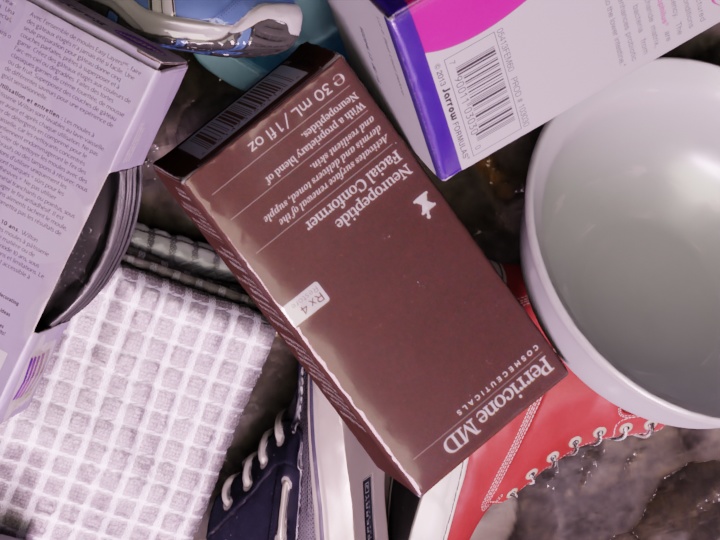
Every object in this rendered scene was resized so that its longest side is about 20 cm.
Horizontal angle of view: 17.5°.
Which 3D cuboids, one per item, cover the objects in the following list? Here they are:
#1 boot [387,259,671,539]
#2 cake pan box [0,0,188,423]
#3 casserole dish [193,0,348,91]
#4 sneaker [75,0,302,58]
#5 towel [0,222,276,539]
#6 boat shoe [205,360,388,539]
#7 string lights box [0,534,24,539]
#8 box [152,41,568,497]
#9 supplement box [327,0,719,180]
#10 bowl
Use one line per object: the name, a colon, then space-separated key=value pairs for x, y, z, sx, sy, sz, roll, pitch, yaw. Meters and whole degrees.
boot: x=0.097 y=0.101 z=1.252 sx=0.144 sy=0.072 sz=0.201 roll=12 pitch=106 yaw=-15
cake pan box: x=-0.196 y=-0.053 z=1.033 sx=0.200 sy=0.052 sz=0.185 roll=27 pitch=104 yaw=8
casserole dish: x=-0.014 y=-0.179 z=1.136 sx=0.121 sy=0.039 sz=0.200 roll=32 pitch=103 yaw=-19
sneaker: x=-0.119 y=-0.150 z=1.083 sx=0.199 sy=0.076 sz=0.077 roll=19 pitch=93 yaw=9
towel: x=-0.148 y=0.071 z=1.189 sx=0.165 sy=0.086 sz=0.200 roll=18 pitch=107 yaw=-17
boat shoe: x=-0.037 y=0.103 z=1.228 sx=0.092 sy=0.075 sz=0.201 roll=0 pitch=92 yaw=22
string lights box: x=-0.259 y=0.154 z=1.110 sx=0.199 sy=0.103 sz=0.059 roll=16 pitch=115 yaw=-8
box: x=0.000 y=0.000 z=1.131 sx=0.100 sy=0.075 sz=0.200 roll=-40 pitch=108 yaw=-7
supplement box: x=0.089 y=-0.149 z=1.099 sx=0.200 sy=0.103 sz=0.101 roll=-29 pitch=132 yaw=-9
bowl: x=0.158 y=0.000 z=1.185 sx=0.201 sy=0.202 sz=0.090 roll=16 pitch=151 yaw=-15
